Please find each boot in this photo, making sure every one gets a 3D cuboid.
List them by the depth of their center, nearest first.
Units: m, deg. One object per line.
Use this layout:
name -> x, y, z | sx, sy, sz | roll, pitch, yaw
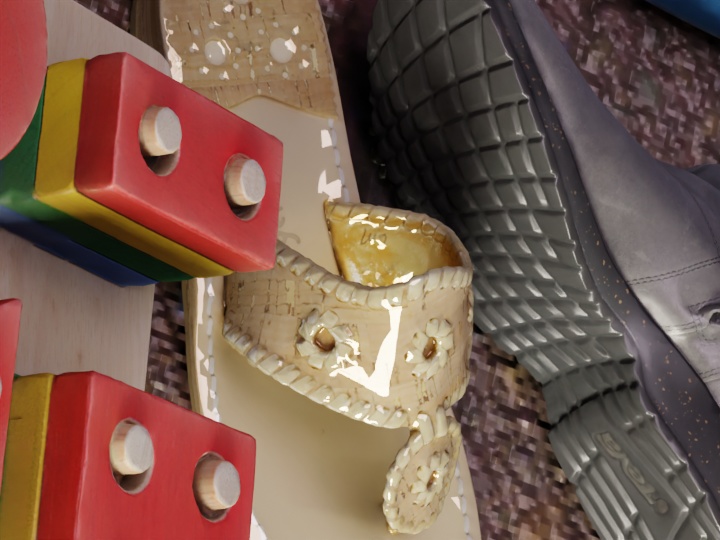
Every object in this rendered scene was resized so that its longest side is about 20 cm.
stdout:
boot -> 0.090, -0.019, 0.854 | 0.132, 0.070, 0.200 | -34, 103, -35

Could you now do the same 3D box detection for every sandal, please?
sandal -> -0.005, 0.001, 0.784 | 0.078, 0.070, 0.212 | -12, 81, -31

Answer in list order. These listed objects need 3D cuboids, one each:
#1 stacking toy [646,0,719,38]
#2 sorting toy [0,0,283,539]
stacking toy -> 0.144, -0.169, 0.915 | 0.110, 0.116, 0.200 | 23, 51, -16
sorting toy -> -0.094, 0.010, 0.674 | 0.199, 0.069, 0.200 | 29, 61, -54
